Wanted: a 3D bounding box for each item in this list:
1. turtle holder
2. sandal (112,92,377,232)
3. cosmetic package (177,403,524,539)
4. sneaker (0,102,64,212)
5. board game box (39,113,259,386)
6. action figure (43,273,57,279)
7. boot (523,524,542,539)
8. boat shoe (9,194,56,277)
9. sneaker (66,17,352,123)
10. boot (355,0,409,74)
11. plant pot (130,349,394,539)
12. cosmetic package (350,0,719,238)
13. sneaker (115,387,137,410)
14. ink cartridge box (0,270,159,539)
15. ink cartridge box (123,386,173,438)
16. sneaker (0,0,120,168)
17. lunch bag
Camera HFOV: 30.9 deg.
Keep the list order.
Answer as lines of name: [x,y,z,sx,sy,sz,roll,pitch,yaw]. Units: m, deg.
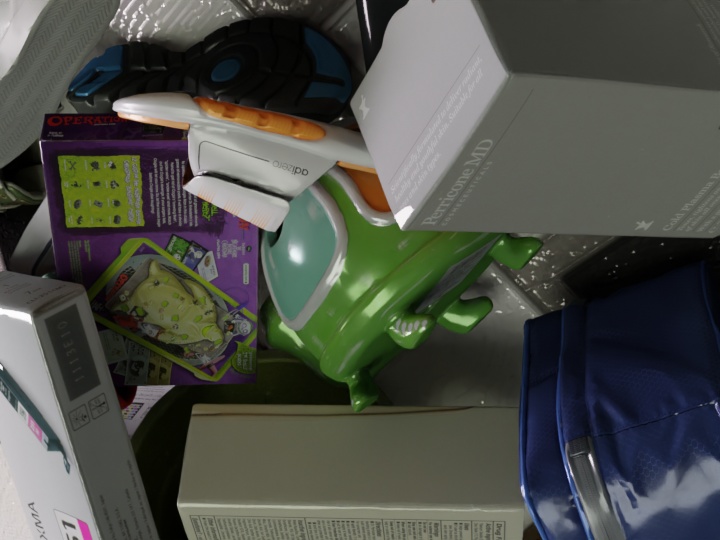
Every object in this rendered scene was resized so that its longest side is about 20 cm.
turtle holder: [0.008,-0.008,0.771,0.132,0.141,0.186,49,166,11]
sandal: [-0.028,-0.046,0.654,0.204,0.079,0.060,12,97,0]
cosmetic package: [-0.002,0.137,0.781,0.197,0.074,0.104,0,140,4]
sneaker: [-0.256,-0.064,0.897,0.089,0.067,0.201,33,130,8]
board game box: [-0.118,-0.006,0.767,0.119,0.032,0.201,2,134,-4]
action figure: [-0.163,0.014,0.918,0.118,0.055,0.200,47,136,-9]
boot: [0.137,0.252,0.924,0.198,0.077,0.156,-3,121,33]
boat shoe: [-0.171,-0.033,0.834,0.065,0.072,0.200,33,147,-12]
sneaker: [-0.082,-0.099,0.788,0.198,0.074,0.082,4,140,35]
boot: [0.005,-0.157,0.680,0.196,0.074,0.164,-4,118,21]
plant pot: [-0.055,0.193,0.930,0.198,0.201,0.191,15,144,17]
cosmetic package: [0.108,-0.078,0.609,0.107,0.198,0.091,-58,46,45]
sneaker: [-0.231,0.030,0.900,0.115,0.079,0.200,-29,116,34]
ink cartridge box: [-0.206,0.099,0.811,0.172,0.043,0.202,7,117,44]
ink cartridge box: [-0.164,0.217,0.992,0.083,0.176,0.202,1,125,27]
sneaker: [-0.231,-0.147,0.796,0.200,0.073,0.116,-43,67,27]
lunch bag: [0.153,0.094,0.722,0.131,0.201,0.137,-19,114,17]
